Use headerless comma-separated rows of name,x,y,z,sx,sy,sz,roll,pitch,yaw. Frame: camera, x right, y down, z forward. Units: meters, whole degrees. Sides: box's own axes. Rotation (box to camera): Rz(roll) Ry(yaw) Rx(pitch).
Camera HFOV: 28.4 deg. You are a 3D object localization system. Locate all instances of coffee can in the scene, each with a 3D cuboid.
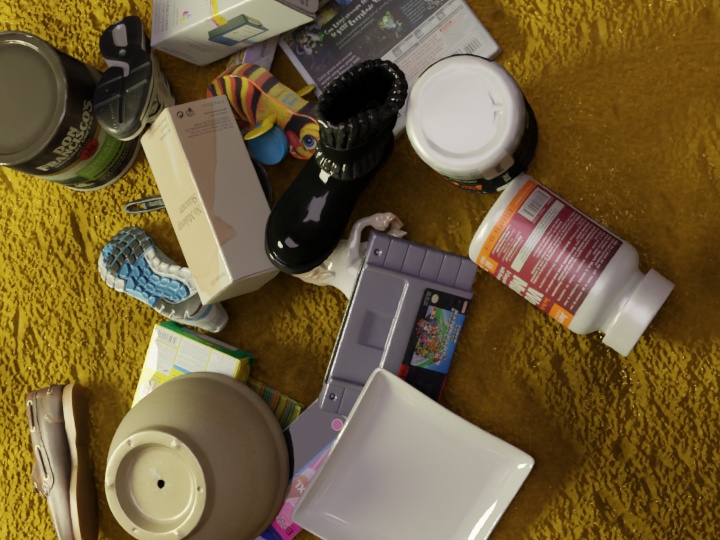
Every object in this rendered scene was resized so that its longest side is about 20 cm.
coffee can,-0.354,-0.178,1.625,0.144,0.200,0.148,-1,85,16

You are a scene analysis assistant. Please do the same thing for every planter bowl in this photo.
planter bowl,-0.192,0.219,1.522,0.198,0.135,0.203,2,95,19

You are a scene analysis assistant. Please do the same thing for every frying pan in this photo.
frying pan,-0.192,-0.099,1.639,0.188,0.031,0.116,12,116,14

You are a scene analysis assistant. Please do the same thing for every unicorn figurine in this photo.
unicorn figurine,0.000,0.000,1.573,0.137,0.074,0.201,-35,74,6

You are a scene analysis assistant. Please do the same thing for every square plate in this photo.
square plate,0.055,0.233,1.531,0.199,0.028,0.199,30,100,-1

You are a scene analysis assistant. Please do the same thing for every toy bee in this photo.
toy bee,-0.069,-0.167,1.579,0.199,0.132,0.109,31,132,-20

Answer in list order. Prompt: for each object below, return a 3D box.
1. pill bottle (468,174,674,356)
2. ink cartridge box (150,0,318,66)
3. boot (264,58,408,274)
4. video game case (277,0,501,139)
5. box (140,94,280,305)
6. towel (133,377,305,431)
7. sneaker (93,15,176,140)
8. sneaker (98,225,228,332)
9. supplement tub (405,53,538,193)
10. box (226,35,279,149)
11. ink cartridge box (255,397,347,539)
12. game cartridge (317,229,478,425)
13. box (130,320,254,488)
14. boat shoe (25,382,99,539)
pill bottle,0.221,-0.004,1.489,0.199,0.110,0.110,36,95,11
ink cartridge box,-0.140,-0.331,1.588,0.199,0.087,0.147,-12,71,41
boot,-0.029,-0.107,1.455,0.079,0.158,0.212,30,74,5
video game case,0.030,-0.255,1.616,0.199,0.023,0.183,-38,76,10
box,-0.158,-0.076,1.540,0.077,0.095,0.202,-17,79,-32
towel,-0.165,0.153,1.635,0.198,0.018,0.087,24,91,17
sneaker,-0.242,-0.192,1.614,0.075,0.116,0.202,-22,41,12
sneaker,-0.226,0.020,1.639,0.199,0.087,0.075,34,84,39
supplement tub,0.121,-0.147,1.485,0.121,0.200,0.124,-1,85,14
box,-0.128,-0.240,1.643,0.041,0.038,0.202,16,90,55
ink cartridge box,-0.071,0.229,1.584,0.200,0.037,0.095,-43,85,8
game cartridge,0.042,0.069,1.533,0.128,0.038,0.202,15,100,-9
box,-0.203,0.172,1.617,0.116,0.048,0.202,21,99,17
boat shoe,-0.348,0.233,1.654,0.069,0.070,0.203,-11,74,8
